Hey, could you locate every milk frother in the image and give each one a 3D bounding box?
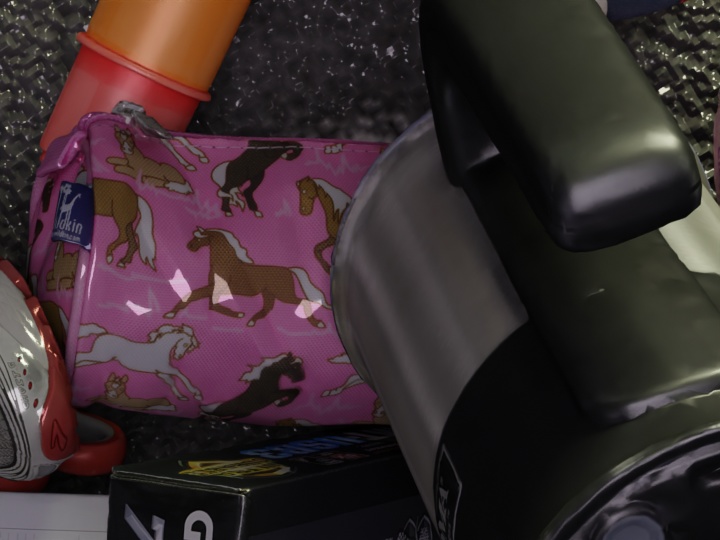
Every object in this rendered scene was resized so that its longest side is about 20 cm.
[{"bbox_3d":[0.110,0.012,0.643,0.199,0.188,0.181,-2,119,-13],"label":"milk frother"}]

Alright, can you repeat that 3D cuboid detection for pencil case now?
[{"bbox_3d":[0.000,0.000,0.766,0.199,0.083,0.087,3,133,-15],"label":"pencil case"}]

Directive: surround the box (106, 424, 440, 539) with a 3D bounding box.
[{"bbox_3d":[-0.010,0.149,0.738,0.049,0.200,0.200,4,93,26],"label":"box"}]

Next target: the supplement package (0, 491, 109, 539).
[{"bbox_3d":[-0.158,0.134,0.759,0.199,0.110,0.114,3,63,0],"label":"supplement package"}]

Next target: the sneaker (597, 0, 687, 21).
[{"bbox_3d":[0.080,-0.179,0.780,0.084,0.075,0.201,-11,101,-3],"label":"sneaker"}]

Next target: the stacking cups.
[{"bbox_3d":[-0.043,-0.117,0.784,0.060,0.061,0.201,25,93,-2],"label":"stacking cups"}]

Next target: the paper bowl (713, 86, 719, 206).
[{"bbox_3d":[0.207,-0.037,0.771,0.199,0.104,0.202,0,94,-1],"label":"paper bowl"}]

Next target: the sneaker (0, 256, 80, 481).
[{"bbox_3d":[-0.168,0.029,0.745,0.199,0.082,0.078,12,128,29],"label":"sneaker"}]

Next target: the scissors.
[{"bbox_3d":[-0.172,0.044,0.813,0.199,0.073,0.014,11,109,23],"label":"scissors"}]
